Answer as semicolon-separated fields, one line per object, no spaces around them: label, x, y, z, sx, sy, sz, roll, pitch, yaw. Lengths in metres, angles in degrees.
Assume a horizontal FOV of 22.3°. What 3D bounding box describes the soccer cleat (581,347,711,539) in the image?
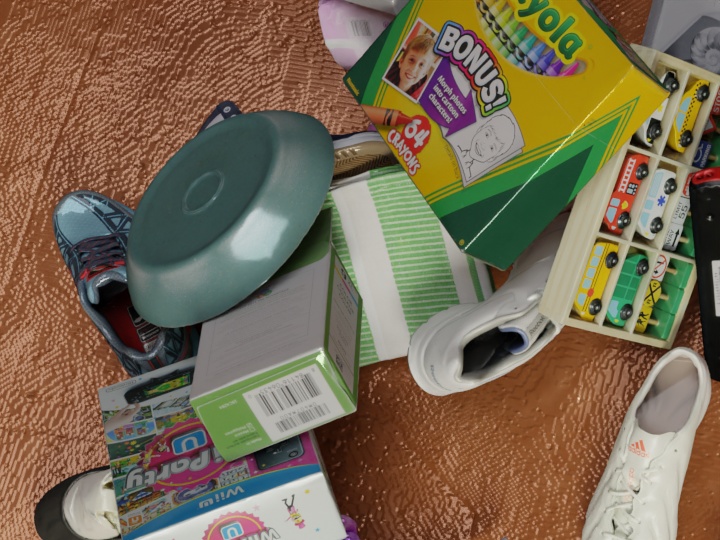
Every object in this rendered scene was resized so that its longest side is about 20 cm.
soccer cleat;0.205;0.149;1.323;0.069;0.078;0.201;15;75;17

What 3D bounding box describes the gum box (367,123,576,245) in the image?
gum box;0.113;-0.094;1.439;0.199;0.066;0.114;-24;68;4

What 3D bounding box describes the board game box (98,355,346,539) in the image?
board game box;-0.104;0.137;1.320;0.147;0.065;0.200;-19;31;-3

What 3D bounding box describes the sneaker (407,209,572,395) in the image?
sneaker;0.129;0.028;1.337;0.200;0.087;0.075;-41;105;-9

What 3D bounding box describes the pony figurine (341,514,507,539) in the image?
pony figurine;-0.002;0.249;1.312;0.192;0.166;0.201;0;86;21

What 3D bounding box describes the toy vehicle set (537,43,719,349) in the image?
toy vehicle set;0.208;-0.050;1.304;0.026;0.124;0.201;26;101;48

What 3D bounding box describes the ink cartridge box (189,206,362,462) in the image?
ink cartridge box;-0.057;0.042;1.316;0.103;0.059;0.200;-22;28;14

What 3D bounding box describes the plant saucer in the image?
plant saucer;-0.108;-0.050;1.365;0.199;0.036;0.201;-27;38;24

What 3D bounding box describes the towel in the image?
towel;0.000;0.000;1.400;0.199;0.023;0.153;-13;103;17

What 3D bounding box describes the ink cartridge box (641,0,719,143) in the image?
ink cartridge box;0.300;-0.118;1.380;0.198;0.041;0.201;18;75;-6

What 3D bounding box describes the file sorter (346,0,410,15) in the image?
file sorter;0.041;-0.312;1.416;0.200;0.125;0.139;-37;36;-23

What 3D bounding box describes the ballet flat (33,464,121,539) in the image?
ballet flat;-0.167;0.177;1.406;0.199;0.068;0.068;-6;70;11

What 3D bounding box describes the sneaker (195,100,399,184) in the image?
sneaker;-0.059;-0.094;1.452;0.199;0.070;0.109;-21;49;25

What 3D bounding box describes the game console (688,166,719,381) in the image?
game console;0.328;0.002;1.292;0.176;0.201;0.031;-1;41;15

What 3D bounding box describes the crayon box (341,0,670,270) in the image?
crayon box;0.097;-0.132;1.292;0.173;0.058;0.200;-48;49;19

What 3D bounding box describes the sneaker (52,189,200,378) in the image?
sneaker;-0.190;0.005;1.459;0.079;0.096;0.200;-35;67;-1

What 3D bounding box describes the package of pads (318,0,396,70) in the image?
package of pads;0.078;-0.215;1.442;0.199;0.076;0.121;3;42;31
